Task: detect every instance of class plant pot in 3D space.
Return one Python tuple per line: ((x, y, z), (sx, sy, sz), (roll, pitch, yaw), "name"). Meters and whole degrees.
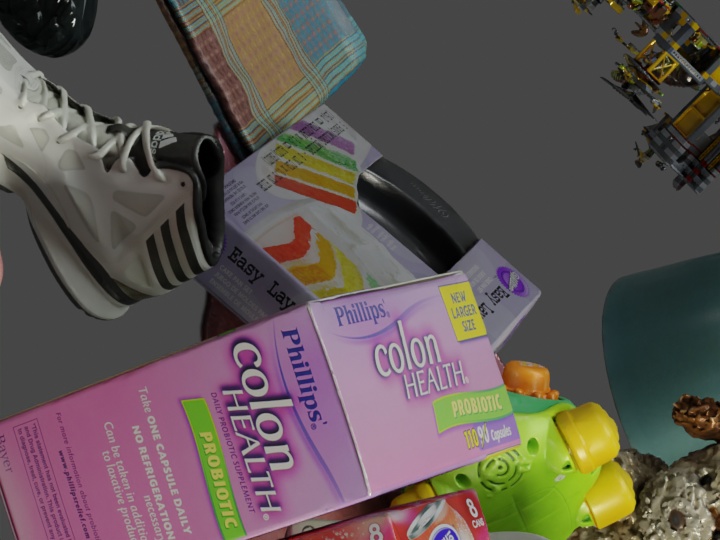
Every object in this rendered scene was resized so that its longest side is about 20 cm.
((0.301, 0.073, 2.023), (0.200, 0.160, 0.202), (41, 37, -42), "plant pot")

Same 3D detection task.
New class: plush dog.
((0.208, 0.180, 1.764), (0.160, 0.171, 0.201), (21, 53, -56), "plush dog")

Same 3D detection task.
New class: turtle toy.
((0.086, 0.128, 1.630), (0.200, 0.145, 0.101), (67, -3, -58), "turtle toy")

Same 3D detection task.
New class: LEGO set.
((0.238, -0.154, 2.164), (0.154, 0.116, 0.200), (51, 10, 36), "LEGO set")

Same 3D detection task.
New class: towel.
((-0.063, -0.162, 1.676), (0.147, 0.022, 0.200), (62, 28, -13), "towel")

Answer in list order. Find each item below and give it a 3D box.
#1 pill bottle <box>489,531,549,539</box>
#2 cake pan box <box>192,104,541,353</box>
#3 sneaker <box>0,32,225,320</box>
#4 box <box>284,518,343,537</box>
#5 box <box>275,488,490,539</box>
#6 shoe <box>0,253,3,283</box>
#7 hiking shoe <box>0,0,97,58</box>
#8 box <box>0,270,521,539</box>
((0.085, 0.262, 1.532), (0.112, 0.111, 0.201), (-48, 127, -60), "pill bottle")
((0.000, 0.000, 1.564), (0.184, 0.052, 0.200), (43, 29, 5), "cake pan box")
((-0.137, -0.075, 1.376), (0.201, 0.115, 0.076), (56, 30, -24), "sneaker")
((-0.013, 0.236, 1.402), (0.082, 0.068, 0.201), (103, -9, -51), "box")
((-0.035, 0.179, 1.292), (0.100, 0.199, 0.096), (-6, 78, -62), "box")
((-0.235, -0.029, 1.223), (0.200, 0.071, 0.091), (54, 27, -33), "shoe")
((-0.162, -0.204, 1.465), (0.087, 0.074, 0.201), (23, 52, -53), "hiking shoe")
((-0.051, 0.083, 1.331), (0.176, 0.199, 0.097), (-9, 79, -63), "box")
